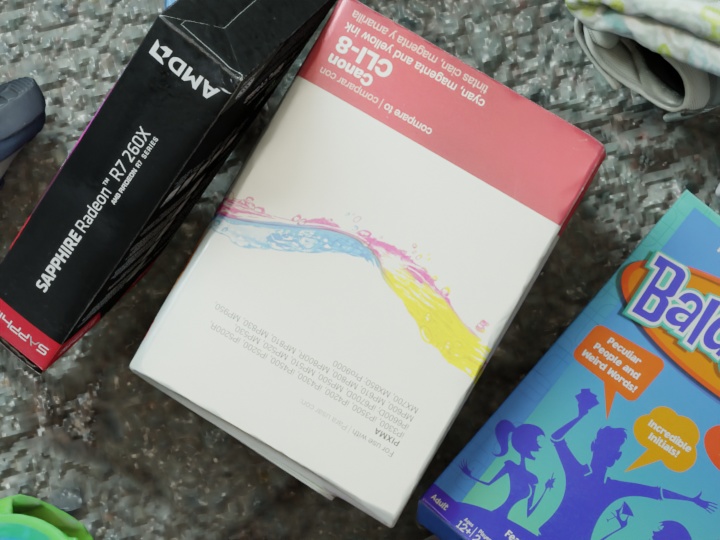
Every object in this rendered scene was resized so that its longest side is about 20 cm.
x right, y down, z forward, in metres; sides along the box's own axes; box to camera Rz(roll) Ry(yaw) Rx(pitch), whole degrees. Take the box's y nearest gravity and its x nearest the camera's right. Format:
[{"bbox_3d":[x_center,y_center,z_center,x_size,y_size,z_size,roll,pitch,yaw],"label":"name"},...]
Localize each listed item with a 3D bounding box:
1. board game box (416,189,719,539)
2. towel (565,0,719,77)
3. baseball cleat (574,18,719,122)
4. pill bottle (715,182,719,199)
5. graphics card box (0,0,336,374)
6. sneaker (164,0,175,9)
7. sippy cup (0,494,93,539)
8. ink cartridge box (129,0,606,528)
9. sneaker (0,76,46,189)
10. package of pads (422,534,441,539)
[{"bbox_3d":[0.146,0.085,1.160,0.152,0.045,0.200,38,75,12],"label":"board game box"},{"bbox_3d":[0.216,-0.155,1.162,0.199,0.048,0.172,22,59,10],"label":"towel"},{"bbox_3d":[0.132,-0.171,1.218,0.070,0.106,0.201,-27,88,40],"label":"baseball cleat"},{"bbox_3d":[0.274,-0.003,1.209,0.200,0.120,0.120,42,86,0],"label":"pill bottle"},{"bbox_3d":[-0.092,-0.056,1.142,0.051,0.126,0.200,40,126,1],"label":"graphics card box"},{"bbox_3d":[-0.050,-0.165,1.224,0.082,0.071,0.201,9,84,4],"label":"sneaker"},{"bbox_3d":[-0.147,0.202,1.161,0.139,0.130,0.178,12,66,41],"label":"sippy cup"},{"bbox_3d":[0.000,0.000,1.181,0.144,0.145,0.201,30,85,-1],"label":"ink cartridge box"},{"bbox_3d":[-0.216,-0.007,1.218,0.200,0.070,0.082,-42,107,-2],"label":"sneaker"},{"bbox_3d":[0.017,0.197,1.171,0.199,0.076,0.121,-20,86,-34],"label":"package of pads"}]
